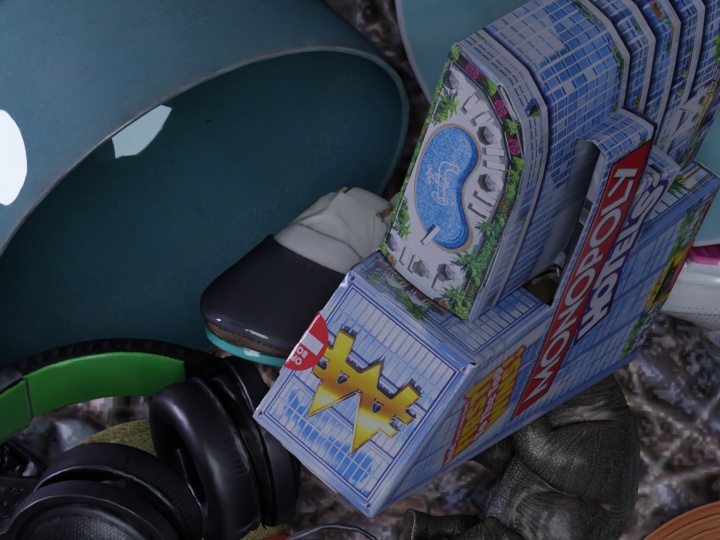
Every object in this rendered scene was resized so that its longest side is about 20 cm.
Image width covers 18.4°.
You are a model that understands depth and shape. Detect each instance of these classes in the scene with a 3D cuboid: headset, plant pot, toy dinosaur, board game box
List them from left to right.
[{"bbox_3d":[-0.100,-0.063,0.903,0.200,0.200,0.135,-39,65,4],"label":"plant pot"},{"bbox_3d":[-0.068,0.094,0.817,0.200,0.123,0.094,22,133,36],"label":"headset"},{"bbox_3d":[0.057,-0.008,0.807,0.062,0.200,0.200,38,136,19],"label":"board game box"},{"bbox_3d":[0.081,0.099,0.970,0.102,0.077,0.201,16,79,-17],"label":"toy dinosaur"}]

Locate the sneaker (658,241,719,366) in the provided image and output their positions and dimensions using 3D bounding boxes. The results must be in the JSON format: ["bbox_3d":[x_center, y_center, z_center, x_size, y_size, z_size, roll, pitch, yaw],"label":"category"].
[{"bbox_3d":[0.188,0.034,0.946,0.199,0.081,0.089,17,110,1],"label":"sneaker"}]

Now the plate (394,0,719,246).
[{"bbox_3d":[0.108,-0.098,0.868,0.199,0.026,0.201,15,130,19],"label":"plate"}]

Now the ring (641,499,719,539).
[{"bbox_3d":[0.176,0.196,0.945,0.200,0.019,0.201,-2,86,36],"label":"ring"}]

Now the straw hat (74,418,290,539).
[{"bbox_3d":[-0.078,0.102,0.910,0.200,0.201,0.086,-5,83,1],"label":"straw hat"}]

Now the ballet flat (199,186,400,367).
[{"bbox_3d":[0.000,0.000,0.895,0.073,0.200,0.073,-1,88,26],"label":"ballet flat"}]

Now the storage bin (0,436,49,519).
[{"bbox_3d":[-0.231,0.083,0.885,0.135,0.200,0.094,34,96,20],"label":"storage bin"}]
